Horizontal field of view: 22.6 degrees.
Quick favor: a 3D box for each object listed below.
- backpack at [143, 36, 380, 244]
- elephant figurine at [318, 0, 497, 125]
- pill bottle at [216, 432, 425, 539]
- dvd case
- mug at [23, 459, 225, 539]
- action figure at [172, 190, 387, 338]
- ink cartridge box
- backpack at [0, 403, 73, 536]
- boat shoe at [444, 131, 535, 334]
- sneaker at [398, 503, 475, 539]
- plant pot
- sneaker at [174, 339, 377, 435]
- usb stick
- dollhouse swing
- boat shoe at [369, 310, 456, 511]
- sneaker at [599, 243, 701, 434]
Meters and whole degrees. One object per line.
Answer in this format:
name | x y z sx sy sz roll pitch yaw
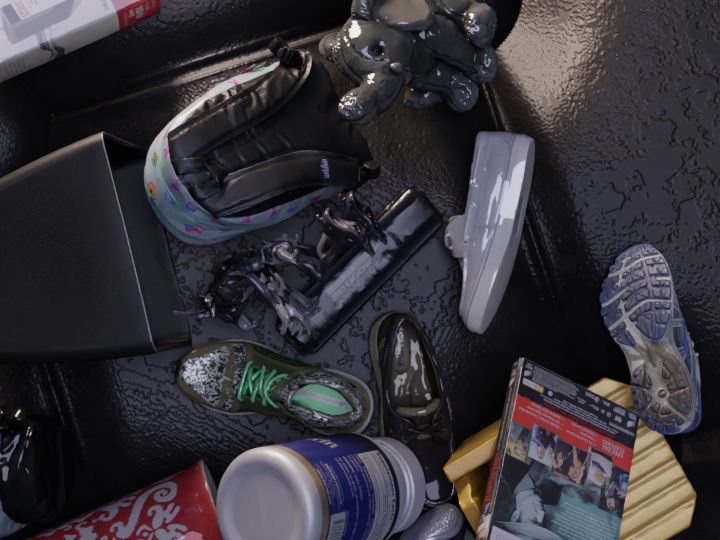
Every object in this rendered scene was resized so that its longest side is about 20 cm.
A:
backpack | -0.105 -0.105 1.701 0.200 0.127 0.167 -29 82 -31
elephant figurine | 0.026 -0.218 1.704 0.200 0.155 0.142 -3 106 -40
pill bottle | -0.031 0.211 1.663 0.115 0.200 0.116 1 92 35
dvd case | 0.185 0.198 1.675 0.146 0.022 0.201 26 60 -22
mug | -0.211 0.293 1.676 0.199 0.133 0.178 -20 73 -3
action figure | -0.073 0.013 1.678 0.200 0.119 0.102 -29 103 17
ink cartridge box | -0.311 -0.281 1.725 0.199 0.083 0.147 -25 90 -8
backpack | -0.378 0.188 1.648 0.199 0.167 0.127 -3 75 6
boat shoe | 0.119 -0.041 1.770 0.068 0.072 0.201 12 92 16
sneaker | 0.049 0.328 1.731 0.200 0.075 0.115 -42 99 2
plant pot | -0.278 -0.003 1.668 0.177 0.200 0.200 -14 89 5
sneaker | -0.080 0.110 1.723 0.199 0.089 0.077 11 84 -1
usb stick | 0.000 0.000 1.769 0.200 0.033 0.055 -45 99 -7
dollhouse swing | 0.213 0.219 1.718 0.175 0.182 0.200 -29 90 13
boat shoe | 0.052 0.138 1.749 0.073 0.065 0.201 -16 89 -7
sneaker | 0.293 0.073 1.781 0.077 0.085 0.201 -17 66 24
